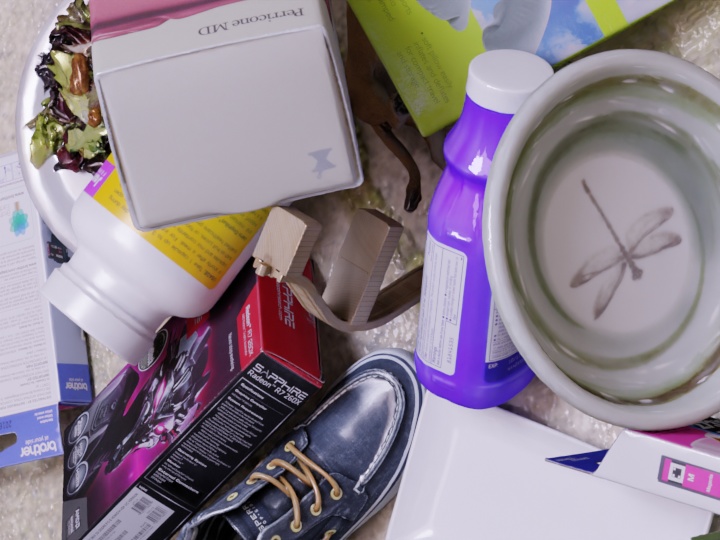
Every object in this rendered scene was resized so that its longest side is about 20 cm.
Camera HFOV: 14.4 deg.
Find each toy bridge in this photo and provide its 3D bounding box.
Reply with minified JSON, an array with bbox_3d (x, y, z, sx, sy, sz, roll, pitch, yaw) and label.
[{"bbox_3d":[0.000,0.000,1.589,0.027,0.199,0.068,31,106,29],"label":"toy bridge"}]

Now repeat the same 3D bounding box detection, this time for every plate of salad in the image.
[{"bbox_3d":[-0.136,-0.096,1.769,0.199,0.048,0.202,-1,88,26],"label":"plate of salad"}]

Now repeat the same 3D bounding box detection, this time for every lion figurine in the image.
[{"bbox_3d":[0.017,-0.144,1.663,0.122,0.072,0.202,26,110,59],"label":"lion figurine"}]

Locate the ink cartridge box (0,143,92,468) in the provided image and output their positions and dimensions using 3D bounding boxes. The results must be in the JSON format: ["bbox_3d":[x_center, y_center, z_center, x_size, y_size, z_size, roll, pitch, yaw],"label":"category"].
[{"bbox_3d":[-0.236,0.030,1.850,0.119,0.042,0.202,-14,77,33],"label":"ink cartridge box"}]

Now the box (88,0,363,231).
[{"bbox_3d":[-0.078,-0.133,1.549,0.127,0.109,0.201,-12,39,1],"label":"box"}]

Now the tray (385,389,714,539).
[{"bbox_3d":[0.108,0.145,1.613,0.199,0.022,0.108,21,99,34],"label":"tray"}]

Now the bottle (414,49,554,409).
[{"bbox_3d":[0.074,-0.023,1.568,0.065,0.083,0.201,23,128,26],"label":"bottle"}]

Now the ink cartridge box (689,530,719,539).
[{"bbox_3d":[0.208,0.233,1.457,0.048,0.145,0.202,9,95,31],"label":"ink cartridge box"}]

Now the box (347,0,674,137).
[{"bbox_3d":[0.093,-0.174,1.560,0.199,0.048,0.122,-29,101,9],"label":"box"}]

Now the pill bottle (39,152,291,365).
[{"bbox_3d":[-0.101,-0.045,1.678,0.104,0.104,0.200,36,88,31],"label":"pill bottle"}]

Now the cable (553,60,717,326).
[{"bbox_3d":[0.124,-0.027,1.593,0.097,0.050,0.201,-37,67,25],"label":"cable"}]

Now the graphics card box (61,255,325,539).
[{"bbox_3d":[-0.104,0.083,1.713,0.200,0.051,0.126,-46,28,25],"label":"graphics card box"}]

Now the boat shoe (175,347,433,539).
[{"bbox_3d":[-0.036,0.131,1.663,0.071,0.091,0.201,41,104,20],"label":"boat shoe"}]

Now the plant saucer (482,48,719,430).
[{"bbox_3d":[0.141,-0.015,1.512,0.050,0.199,0.202,-10,81,60],"label":"plant saucer"}]

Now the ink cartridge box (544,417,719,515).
[{"bbox_3d":[0.205,0.109,1.501,0.199,0.094,0.037,13,99,35],"label":"ink cartridge box"}]
